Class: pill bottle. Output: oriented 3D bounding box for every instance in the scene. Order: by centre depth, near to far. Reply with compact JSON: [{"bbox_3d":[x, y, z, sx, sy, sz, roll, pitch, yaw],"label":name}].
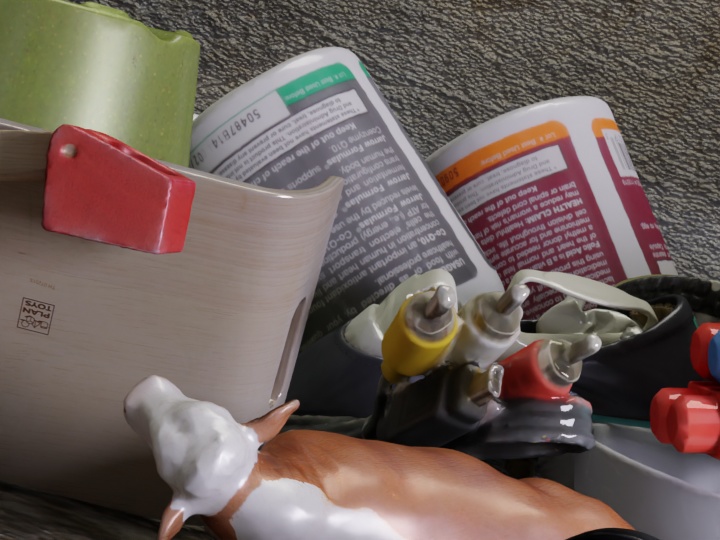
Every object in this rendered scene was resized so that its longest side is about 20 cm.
[{"bbox_3d":[0.000,0.000,0.901,0.200,0.113,0.113,58,13,9],"label":"pill bottle"},{"bbox_3d":[0.113,0.020,0.961,0.114,0.200,0.114,-19,-12,-4],"label":"pill bottle"}]

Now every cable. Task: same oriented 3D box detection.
[{"bbox_3d":[0.022,0.056,0.741,0.097,0.050,0.200,21,-26,-23],"label":"cable"}]

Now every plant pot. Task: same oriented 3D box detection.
[{"bbox_3d":[-0.154,-0.029,0.821,0.200,0.190,0.200,14,3,-1],"label":"plant pot"}]

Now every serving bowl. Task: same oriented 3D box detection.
[{"bbox_3d":[0.184,0.127,0.798,0.200,0.066,0.200,14,3,-1],"label":"serving bowl"}]

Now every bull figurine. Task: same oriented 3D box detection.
[{"bbox_3d":[0.005,0.088,0.644,0.200,0.065,0.121,19,-4,-11],"label":"bull figurine"}]

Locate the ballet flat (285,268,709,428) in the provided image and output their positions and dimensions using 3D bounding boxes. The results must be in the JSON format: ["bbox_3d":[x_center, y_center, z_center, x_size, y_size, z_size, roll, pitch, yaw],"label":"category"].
[{"bbox_3d":[0.055,0.032,0.802,0.199,0.073,0.073,0,4,-1],"label":"ballet flat"}]

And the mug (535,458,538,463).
[{"bbox_3d":[0.156,0.071,1.076,0.185,0.115,0.152,19,-2,37],"label":"mug"}]

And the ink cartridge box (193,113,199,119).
[{"bbox_3d":[-0.090,-0.015,1.143,0.199,0.147,0.083,14,-41,-6],"label":"ink cartridge box"}]

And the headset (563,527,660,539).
[{"bbox_3d":[0.068,0.126,0.486,0.199,0.094,0.124,0,6,6],"label":"headset"}]

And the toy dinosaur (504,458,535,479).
[{"bbox_3d":[0.034,0.035,0.993,0.200,0.058,0.101,38,25,-8],"label":"toy dinosaur"}]

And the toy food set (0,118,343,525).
[{"bbox_3d":[-0.119,0.006,0.695,0.199,0.144,0.060,14,23,-4],"label":"toy food set"}]

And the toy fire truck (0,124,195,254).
[{"bbox_3d":[-0.169,0.004,0.622,0.199,0.141,0.049,15,4,3],"label":"toy fire truck"}]

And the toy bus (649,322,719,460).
[{"bbox_3d":[0.214,0.048,0.765,0.191,0.136,0.200,-1,2,-2],"label":"toy bus"}]

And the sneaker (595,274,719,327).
[{"bbox_3d":[0.192,0.054,0.897,0.200,0.077,0.089,22,0,-19],"label":"sneaker"}]
